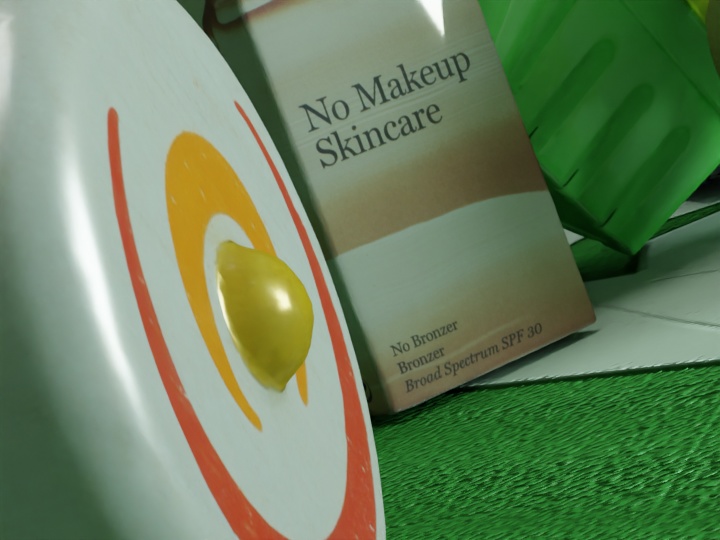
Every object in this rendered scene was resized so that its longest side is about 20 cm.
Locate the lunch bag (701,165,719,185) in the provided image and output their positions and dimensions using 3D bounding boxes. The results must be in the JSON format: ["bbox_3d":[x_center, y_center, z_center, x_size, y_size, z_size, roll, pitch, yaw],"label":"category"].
[{"bbox_3d":[0.213,-0.118,1.349,0.169,0.124,0.200,-22,-12,0],"label":"lunch bag"}]

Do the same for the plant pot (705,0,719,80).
[{"bbox_3d":[0.234,-0.118,1.023,0.200,0.201,0.190,-25,-7,-36],"label":"plant pot"}]

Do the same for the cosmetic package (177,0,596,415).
[{"bbox_3d":[0.001,-0.052,1.033,0.103,0.201,0.087,-24,5,-24],"label":"cosmetic package"}]

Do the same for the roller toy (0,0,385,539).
[{"bbox_3d":[-0.076,0.026,0.594,0.139,0.201,0.182,-19,-1,14],"label":"roller toy"}]

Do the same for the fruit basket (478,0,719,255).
[{"bbox_3d":[0.108,-0.130,1.162,0.155,0.216,0.215,24,34,35],"label":"fruit basket"}]
